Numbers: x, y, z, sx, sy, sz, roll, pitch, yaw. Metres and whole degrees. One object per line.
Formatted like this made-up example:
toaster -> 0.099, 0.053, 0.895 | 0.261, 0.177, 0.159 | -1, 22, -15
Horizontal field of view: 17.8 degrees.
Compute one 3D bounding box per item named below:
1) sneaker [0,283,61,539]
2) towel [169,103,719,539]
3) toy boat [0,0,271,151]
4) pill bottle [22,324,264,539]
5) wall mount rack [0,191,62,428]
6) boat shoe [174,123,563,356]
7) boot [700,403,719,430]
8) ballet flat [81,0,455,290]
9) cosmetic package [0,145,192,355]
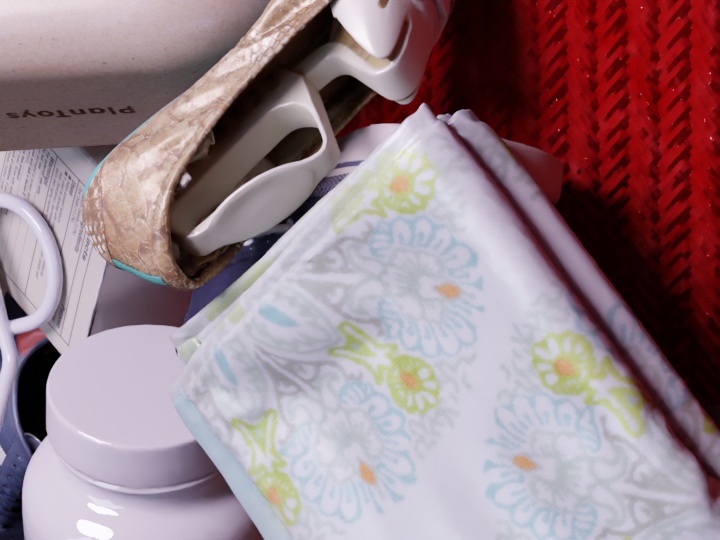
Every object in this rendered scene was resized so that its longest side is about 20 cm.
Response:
sneaker -> -0.157, 0.088, 1.119 | 0.085, 0.074, 0.201 | 46, 134, 41
towel -> 0.032, 0.063, 0.817 | 0.171, 0.048, 0.201 | -42, 80, 37
toy boat -> -0.105, -0.125, 0.918 | 0.198, 0.131, 0.132 | -3, 76, 7
pill bottle -> -0.092, 0.130, 1.014 | 0.112, 0.112, 0.201 | 33, 135, 37
wall mount rack -> -0.216, 0.041, 1.046 | 0.199, 0.074, 0.175 | -13, 93, 42
boat shoe -> 0.000, 0.000, 0.891 | 0.199, 0.074, 0.094 | -4, 73, 56
boot -> 0.099, 0.135, 0.854 | 0.131, 0.070, 0.202 | 14, 117, 40
ballet flat -> -0.015, -0.067, 0.841 | 0.200, 0.070, 0.065 | -47, 50, 0
cosmetic package -> -0.147, -0.060, 1.061 | 0.200, 0.073, 0.104 | 45, 133, 29
